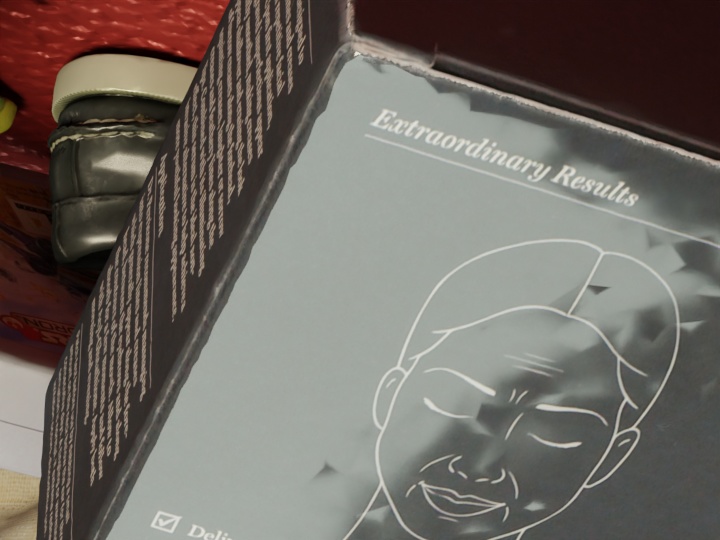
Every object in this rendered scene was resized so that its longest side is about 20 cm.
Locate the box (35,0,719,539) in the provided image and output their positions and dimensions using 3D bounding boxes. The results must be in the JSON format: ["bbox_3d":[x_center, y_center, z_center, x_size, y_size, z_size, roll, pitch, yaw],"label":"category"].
[{"bbox_3d":[0.023,0.014,0.713,0.148,0.107,0.200,18,126,-16],"label":"box"}]

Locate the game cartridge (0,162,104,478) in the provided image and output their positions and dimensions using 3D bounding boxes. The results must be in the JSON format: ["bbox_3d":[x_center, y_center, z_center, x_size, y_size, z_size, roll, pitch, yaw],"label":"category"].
[{"bbox_3d":[-0.088,0.014,0.857,0.199,0.042,0.133,14,-161,-34],"label":"game cartridge"}]

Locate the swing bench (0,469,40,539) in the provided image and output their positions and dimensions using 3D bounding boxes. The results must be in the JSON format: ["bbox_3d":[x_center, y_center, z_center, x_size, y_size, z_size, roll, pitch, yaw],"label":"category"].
[{"bbox_3d":[-0.131,0.102,0.932,0.198,0.130,0.200,5,-176,22],"label":"swing bench"}]

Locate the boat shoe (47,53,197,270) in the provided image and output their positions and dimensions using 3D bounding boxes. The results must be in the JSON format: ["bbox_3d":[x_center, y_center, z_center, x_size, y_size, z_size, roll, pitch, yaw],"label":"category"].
[{"bbox_3d":[0.001,-0.001,0.868,0.199,0.066,0.074,20,158,-23],"label":"boat shoe"}]

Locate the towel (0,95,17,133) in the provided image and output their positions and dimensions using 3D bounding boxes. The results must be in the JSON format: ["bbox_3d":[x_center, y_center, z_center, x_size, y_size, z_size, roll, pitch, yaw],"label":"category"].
[{"bbox_3d":[-0.177,-0.083,0.817,0.086,0.018,0.200,-3,156,24],"label":"towel"}]
